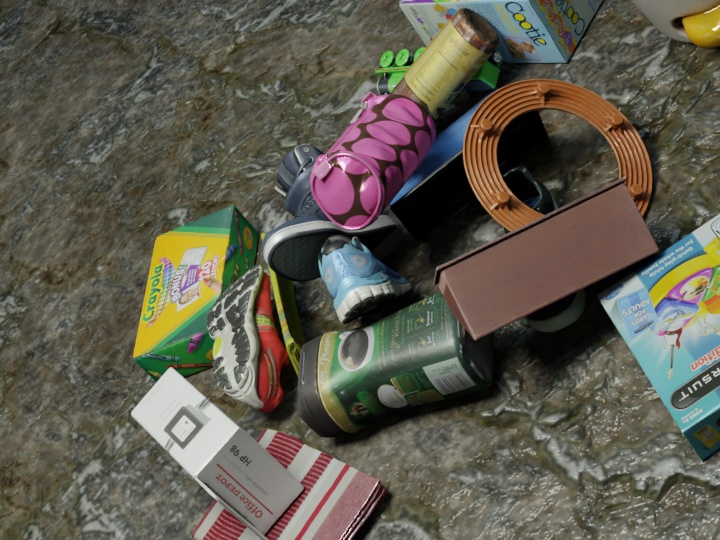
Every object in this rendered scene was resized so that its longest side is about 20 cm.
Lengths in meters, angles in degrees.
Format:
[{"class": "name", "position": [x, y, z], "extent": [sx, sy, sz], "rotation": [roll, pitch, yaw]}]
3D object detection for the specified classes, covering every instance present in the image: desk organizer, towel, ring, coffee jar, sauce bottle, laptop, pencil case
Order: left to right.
[{"class": "towel", "position": [-0.073, 0.243, 1.590], "extent": [0.199, 0.023, 0.144], "rotation": [18, 68, 51]}, {"class": "towel", "position": [-0.076, 0.047, 1.738], "extent": [0.018, 0.086, 0.201], "rotation": [-18, 39, 1]}, {"class": "pencil case", "position": [0.010, -0.121, 1.693], "extent": [0.091, 0.094, 0.200], "rotation": [-34, 11, 28]}, {"class": "coffee jar", "position": [0.031, 0.095, 1.595], "extent": [0.199, 0.085, 0.105], "rotation": [-20, 43, 24]}, {"class": "sauce bottle", "position": [0.078, -0.211, 1.845], "extent": [0.200, 0.066, 0.066], "rotation": [-48, 31, 28]}, {"class": "laptop", "position": [0.097, -0.137, 1.753], "extent": [0.187, 0.200, 0.116], "rotation": [-39, 71, 3]}, {"class": "desk organizer", "position": [0.175, -0.004, 1.506], "extent": [0.199, 0.072, 0.077], "rotation": [-25, 79, -5]}, {"class": "ring", "position": [0.200, -0.110, 1.598], "extent": [0.199, 0.019, 0.202], "rotation": [5, 63, -10]}]

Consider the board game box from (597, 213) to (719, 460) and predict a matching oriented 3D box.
[{"class": "board game box", "position": [0.317, 0.051, 1.422], "extent": [0.150, 0.047, 0.200], "rotation": [-35, 37, 8]}]

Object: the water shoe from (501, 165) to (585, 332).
[{"class": "water shoe", "position": [0.169, -0.022, 1.598], "extent": [0.071, 0.079, 0.201], "rotation": [-28, 39, 16]}]

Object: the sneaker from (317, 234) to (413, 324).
[{"class": "sneaker", "position": [0.000, 0.000, 1.657], "extent": [0.078, 0.090, 0.200], "rotation": [-29, -4, 2]}]

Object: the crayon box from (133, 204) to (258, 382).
[{"class": "crayon box", "position": [-0.192, 0.028, 1.878], "extent": [0.118, 0.058, 0.201], "rotation": [-21, 41, 23]}]

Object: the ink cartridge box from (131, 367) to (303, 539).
[{"class": "ink cartridge box", "position": [-0.135, 0.188, 1.588], "extent": [0.067, 0.116, 0.200], "rotation": [-48, 37, -7]}]

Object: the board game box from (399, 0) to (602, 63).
[{"class": "board game box", "position": [0.165, -0.316, 1.880], "extent": [0.199, 0.105, 0.103], "rotation": [8, 57, 44]}]

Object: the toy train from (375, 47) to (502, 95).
[{"class": "toy train", "position": [0.091, -0.238, 1.915], "extent": [0.199, 0.042, 0.057], "rotation": [2, 72, 48]}]

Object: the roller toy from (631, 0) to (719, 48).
[{"class": "roller toy", "position": [0.366, -0.343, 1.703], "extent": [0.183, 0.140, 0.200], "rotation": [-52, 39, 3]}]

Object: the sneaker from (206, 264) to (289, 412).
[{"class": "sneaker", "position": [-0.116, 0.079, 1.741], "extent": [0.077, 0.085, 0.201], "rotation": [-35, 33, 25]}]

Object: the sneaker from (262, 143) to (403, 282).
[{"class": "sneaker", "position": [-0.065, -0.065, 1.721], "extent": [0.146, 0.202, 0.077], "rotation": [48, 121, 23]}]
